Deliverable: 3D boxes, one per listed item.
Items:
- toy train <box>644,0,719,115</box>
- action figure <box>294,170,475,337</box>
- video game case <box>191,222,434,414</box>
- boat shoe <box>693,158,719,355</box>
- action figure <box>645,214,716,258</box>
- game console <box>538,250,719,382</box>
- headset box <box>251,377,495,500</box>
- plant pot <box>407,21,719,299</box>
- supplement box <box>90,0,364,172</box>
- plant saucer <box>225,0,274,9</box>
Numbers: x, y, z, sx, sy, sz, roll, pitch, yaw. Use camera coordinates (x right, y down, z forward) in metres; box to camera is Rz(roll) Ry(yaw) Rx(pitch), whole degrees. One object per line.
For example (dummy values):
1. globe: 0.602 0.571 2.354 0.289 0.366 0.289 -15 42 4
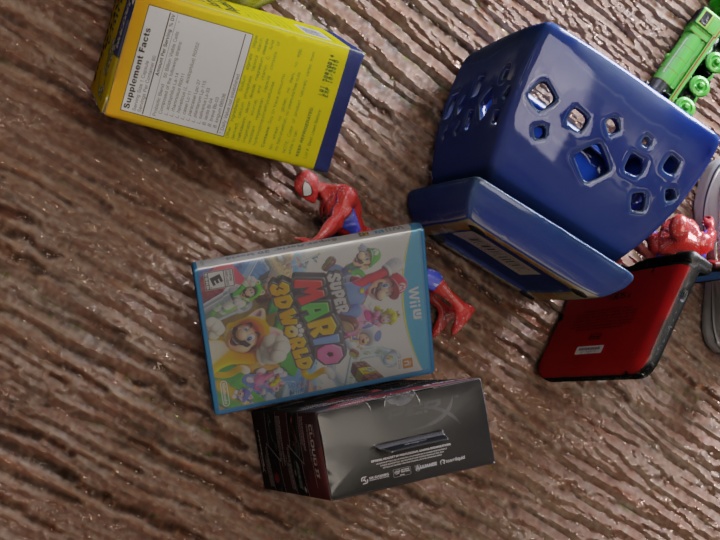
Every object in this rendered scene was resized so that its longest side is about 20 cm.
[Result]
1. toy train: 0.348 -0.228 1.496 0.056 0.042 0.200 38 73 -4
2. action figure: 0.000 0.000 1.329 0.200 0.065 0.099 46 68 -12
3. video game case: -0.038 0.042 1.286 0.199 0.018 0.144 -10 115 -10
4. boat shoe: 0.379 -0.015 1.474 0.073 0.065 0.201 -3 87 -21
5. action figure: 0.294 -0.031 1.374 0.065 0.200 0.052 3 89 12
6. game console: 0.280 0.046 1.359 0.119 0.200 0.173 31 75 -15
7. headset box: 0.010 0.139 1.250 0.148 0.200 0.075 -10 89 -22
8. plant pot: 0.166 -0.084 1.334 0.200 0.200 0.180 31 81 -15
9. supplement box: -0.115 -0.169 1.262 0.199 0.110 0.109 14 103 -19
10. plant saucer: -0.055 -0.333 1.294 0.200 0.048 0.200 -29 128 -20
